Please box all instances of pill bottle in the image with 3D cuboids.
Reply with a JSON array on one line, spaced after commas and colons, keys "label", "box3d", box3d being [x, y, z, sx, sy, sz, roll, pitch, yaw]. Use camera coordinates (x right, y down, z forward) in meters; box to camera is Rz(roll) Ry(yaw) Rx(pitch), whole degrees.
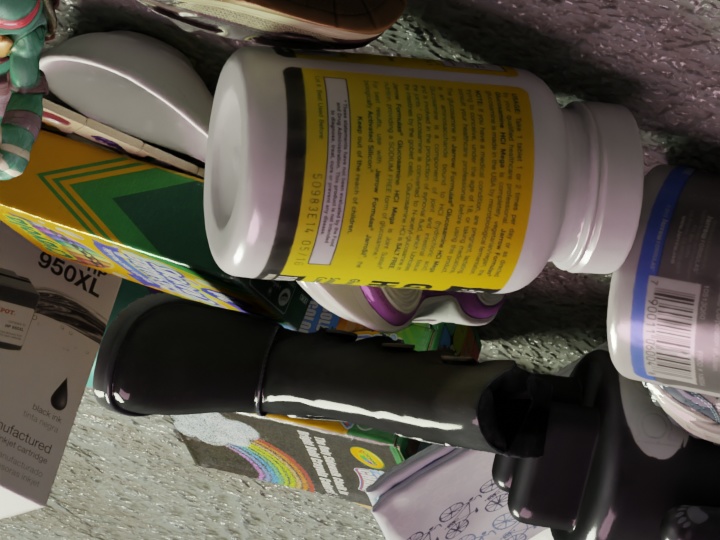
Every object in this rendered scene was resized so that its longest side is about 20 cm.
[{"label": "pill bottle", "box3d": [0.234, 0.017, 1.482, 0.200, 0.114, 0.114, 11, 158, 18]}, {"label": "pill bottle", "box3d": [0.031, -0.046, 1.443, 0.200, 0.113, 0.112, 4, 162, -14]}]

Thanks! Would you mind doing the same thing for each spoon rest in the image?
[{"label": "spoon rest", "box3d": [-0.080, -0.082, 1.566, 0.200, 0.061, 0.099, 10, 160, 18]}]

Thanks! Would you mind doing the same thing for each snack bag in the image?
[{"label": "snack bag", "box3d": [0.102, 0.117, 1.780, 0.021, 0.200, 0.189, 57, 175, 25]}]

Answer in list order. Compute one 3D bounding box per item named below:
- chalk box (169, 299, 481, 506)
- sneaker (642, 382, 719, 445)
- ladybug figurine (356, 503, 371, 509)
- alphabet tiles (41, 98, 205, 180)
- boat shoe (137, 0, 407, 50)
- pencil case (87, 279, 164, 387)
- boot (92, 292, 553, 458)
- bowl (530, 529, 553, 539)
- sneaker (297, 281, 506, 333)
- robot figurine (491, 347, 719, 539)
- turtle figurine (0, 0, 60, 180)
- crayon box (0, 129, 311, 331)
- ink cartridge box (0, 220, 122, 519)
[{"label": "chalk box", "box3d": [-0.001, 0.063, 1.784, 0.200, 0.124, 0.125, 11, 158, 14]}, {"label": "sneaker", "box3d": [0.247, 0.054, 1.577, 0.200, 0.078, 0.086, 16, 148, -11]}, {"label": "ladybug figurine", "box3d": [0.049, 0.116, 1.935, 0.200, 0.072, 0.136, 7, 151, 25]}, {"label": "alphabet tiles", "box3d": [-0.130, -0.056, 1.694, 0.167, 0.008, 0.200, 23, 171, -14]}, {"label": "boat shoe", "box3d": [-0.079, -0.143, 1.395, 0.200, 0.073, 0.065, 20, 154, -4]}, {"label": "pencil case", "box3d": [-0.170, 0.039, 1.914, 0.200, 0.085, 0.092, 16, 143, 6]}, {"label": "boot", "box3d": [-0.018, 0.063, 1.564, 0.200, 0.066, 0.165, 15, -168, 28]}, {"label": "bowl", "box3d": [0.186, 0.187, 1.985, 0.201, 0.091, 0.201, 16, 160, 6]}, {"label": "sneaker", "box3d": [0.000, 0.000, 1.620, 0.099, 0.075, 0.200, 1, 172, 30]}, {"label": "robot figurine", "box3d": [0.177, 0.112, 1.648, 0.200, 0.151, 0.125, 8, 147, -14]}, {"label": "turtle figurine", "box3d": [-0.200, -0.121, 1.508, 0.150, 0.101, 0.200, 57, 166, -5]}, {"label": "crayon box", "box3d": [-0.132, -0.029, 1.671, 0.200, 0.052, 0.126, 18, 171, 20]}, {"label": "ink cartridge box", "box3d": [-0.235, 0.030, 1.783, 0.144, 0.200, 0.084, 29, 155, -26]}]
